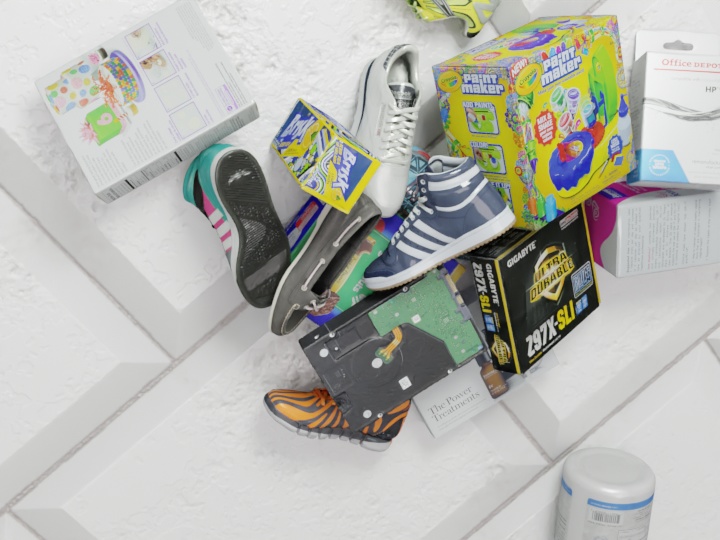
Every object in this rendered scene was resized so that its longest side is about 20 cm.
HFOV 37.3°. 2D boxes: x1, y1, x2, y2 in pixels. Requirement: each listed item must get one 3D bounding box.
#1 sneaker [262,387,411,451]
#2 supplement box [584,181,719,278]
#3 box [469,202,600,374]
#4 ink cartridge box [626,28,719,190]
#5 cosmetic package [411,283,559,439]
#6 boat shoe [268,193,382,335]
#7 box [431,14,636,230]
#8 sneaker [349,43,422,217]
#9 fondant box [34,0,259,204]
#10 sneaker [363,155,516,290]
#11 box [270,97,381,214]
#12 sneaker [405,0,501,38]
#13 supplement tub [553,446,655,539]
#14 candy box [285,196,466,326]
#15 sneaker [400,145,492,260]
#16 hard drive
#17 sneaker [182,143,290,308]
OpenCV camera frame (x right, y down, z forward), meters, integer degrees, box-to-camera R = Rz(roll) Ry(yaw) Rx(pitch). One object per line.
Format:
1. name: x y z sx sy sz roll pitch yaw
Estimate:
1. sneaker: -0.022 0.159 1.374 0.199 0.078 0.112 16 114 -32
2. supplement box: 0.405 -0.063 1.404 0.199 0.101 0.104 -9 111 -13
3. box: 0.226 0.015 1.356 0.200 0.049 0.161 -33 119 -40
4. ink cartridge box: 0.399 -0.205 1.325 0.115 0.067 0.201 3 89 1
5. cosmetic package: 0.146 0.109 1.422 0.199 0.052 0.151 -31 112 -3
6. boat shoe: -0.043 -0.001 1.228 0.057 0.067 0.201 33 105 20
7. box: 0.208 -0.179 1.258 0.200 0.122 0.194 -30 117 -33
8. sneaker: 0.033 -0.163 1.238 0.076 0.080 0.201 6 81 -27
9. fondant box: -0.232 -0.187 1.173 0.199 0.058 0.145 -30 83 -5
10. sneaker: 0.068 -0.059 1.227 0.199 0.070 0.109 -26 105 26
11. box: -0.043 -0.133 1.200 0.064 0.200 0.070 30 100 -23
12. sneaker: 0.072 -0.330 1.231 0.199 0.075 0.077 17 103 -19
13. supplement tub: 0.344 0.368 1.524 0.131 0.132 0.201 -2 110 -15
14. candy box: 0.000 0.000 1.327 0.200 0.077 0.169 35 97 -24
15. sneaker: 0.094 -0.083 1.313 0.200 0.096 0.079 37 96 -24
16. hard drive: 0.041 0.091 1.307 0.199 0.038 0.140 -32 115 -3
17. sneaker: -0.149 -0.061 1.241 0.083 0.121 0.201 -22 120 -20
